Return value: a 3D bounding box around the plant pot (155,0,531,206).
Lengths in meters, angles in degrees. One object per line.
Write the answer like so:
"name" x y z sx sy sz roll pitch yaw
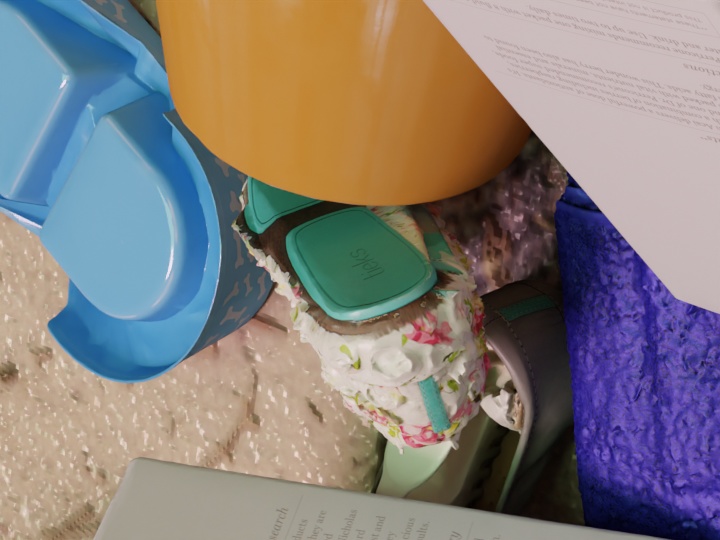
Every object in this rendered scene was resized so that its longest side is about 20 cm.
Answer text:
"plant pot" 0.008 -0.130 0.819 0.200 0.200 0.184 36 135 31

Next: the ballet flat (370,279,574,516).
"ballet flat" 0.020 0.091 0.914 0.067 0.064 0.201 39 120 30

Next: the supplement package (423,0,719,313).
"supplement package" 0.116 -0.074 0.684 0.121 0.200 0.120 19 72 41

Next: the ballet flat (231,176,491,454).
"ballet flat" 0.000 0.000 0.870 0.075 0.200 0.064 -20 117 3

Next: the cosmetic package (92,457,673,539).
"cosmetic package" 0.011 0.133 0.855 0.199 0.074 0.102 5 133 16

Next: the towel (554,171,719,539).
"towel" 0.148 0.031 0.803 0.199 0.049 0.148 1 97 41

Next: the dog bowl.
"dog bowl" -0.106 -0.047 1.010 0.200 0.049 0.112 48 125 24
